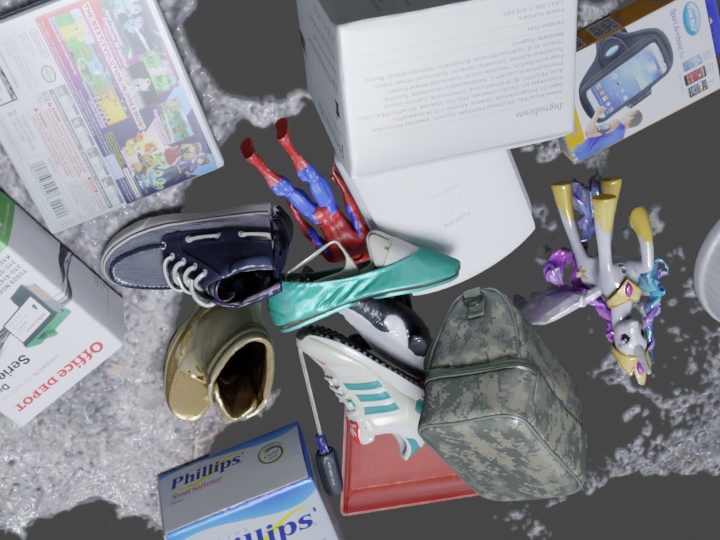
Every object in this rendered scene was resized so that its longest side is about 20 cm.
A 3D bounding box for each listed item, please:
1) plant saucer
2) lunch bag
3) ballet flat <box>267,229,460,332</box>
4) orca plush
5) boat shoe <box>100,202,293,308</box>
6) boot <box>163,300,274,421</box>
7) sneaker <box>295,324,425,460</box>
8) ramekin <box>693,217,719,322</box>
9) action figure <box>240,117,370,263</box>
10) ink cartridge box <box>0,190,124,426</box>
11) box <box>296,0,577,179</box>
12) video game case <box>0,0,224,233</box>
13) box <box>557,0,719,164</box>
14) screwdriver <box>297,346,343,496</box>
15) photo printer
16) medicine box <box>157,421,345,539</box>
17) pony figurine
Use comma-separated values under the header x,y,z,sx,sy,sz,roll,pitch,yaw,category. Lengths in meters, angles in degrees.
x,y,z,sx,sy,sz,roll,pitch,yaw,category
0.069,0.202,1.175,0.195,0.037,0.203,-6,122,-13,plant saucer
0.159,0.134,1.035,0.137,0.170,0.200,-12,140,32,lunch bag
0.000,0.000,0.940,0.196,0.067,0.072,-17,103,1,ballet flat
0.021,0.041,1.061,0.198,0.072,0.105,32,154,-20,orca plush
-0.162,-0.004,0.925,0.196,0.094,0.075,-15,129,8,boat shoe
-0.145,0.107,0.979,0.072,0.156,0.202,18,115,-25,boot
0.002,0.139,1.054,0.198,0.070,0.094,32,88,-22,sneaker
0.508,0.003,1.144,0.198,0.095,0.206,-7,123,-11,ramekin
-0.042,-0.068,0.966,0.065,0.052,0.201,-29,130,10,action figure
-0.342,0.033,0.918,0.145,0.085,0.200,-37,123,9,ink cartridge box
0.057,-0.195,0.822,0.196,0.200,0.133,-12,124,-8,box
-0.241,-0.150,0.871,0.179,0.023,0.202,-21,124,-2,video game case
0.283,-0.207,0.979,0.197,0.042,0.120,-27,125,4,box
-0.054,0.176,1.120,0.029,0.028,0.203,-9,112,20,screwdriver
0.084,-0.076,0.984,0.164,0.070,0.202,-27,125,2,photo printer
-0.121,0.310,1.147,0.179,0.103,0.202,-21,125,-3,medicine box
0.255,0.004,1.033,0.163,0.193,0.204,-14,106,-11,pony figurine
